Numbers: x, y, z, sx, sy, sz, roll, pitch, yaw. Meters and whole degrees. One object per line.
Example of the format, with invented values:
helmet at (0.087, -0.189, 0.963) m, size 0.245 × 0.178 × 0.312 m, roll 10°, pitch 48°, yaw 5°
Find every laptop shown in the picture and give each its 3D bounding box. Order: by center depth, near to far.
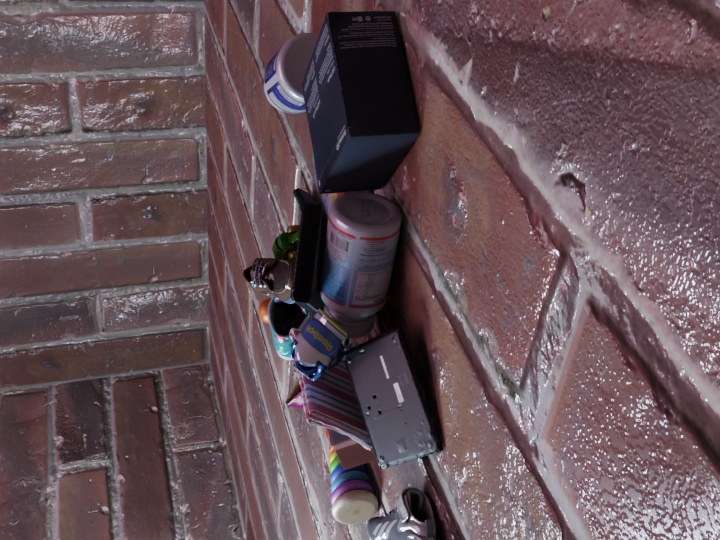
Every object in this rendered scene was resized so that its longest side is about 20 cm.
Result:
laptop at (0.050, 0.189, 1.244) m, size 0.199 × 0.102 × 0.181 m, roll -29°, pitch 77°, yaw 42°

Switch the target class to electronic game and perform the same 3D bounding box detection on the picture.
electronic game at (-0.074, -0.052, 1.496) m, size 0.200 × 0.041 × 0.203 m, roll 155°, pitch 91°, yaw -87°

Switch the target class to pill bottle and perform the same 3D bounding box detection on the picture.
pill bottle at (-0.005, -0.005, 1.244) m, size 0.109 × 0.106 × 0.203 m, roll -117°, pitch 30°, yaw -50°
pill bottle at (-0.111, -0.344, 1.496) m, size 0.200 × 0.113 × 0.119 m, roll -171°, pitch 76°, yaw -73°

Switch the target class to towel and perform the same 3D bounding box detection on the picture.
towel at (0.030, 0.164, 1.355) m, size 0.202 × 0.022 × 0.146 m, roll 107°, pitch 153°, yaw -53°
towel at (-0.047, 0.188, 1.358) m, size 0.030 × 0.145 × 0.202 m, roll -45°, pitch 35°, yaw 21°

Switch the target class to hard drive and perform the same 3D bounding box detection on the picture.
hard drive at (-0.073, -0.013, 1.290) m, size 0.200 × 0.032 × 0.143 m, roll 68°, pitch -151°, yaw -83°

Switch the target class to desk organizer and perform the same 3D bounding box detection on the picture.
desk organizer at (-0.024, 0.234, 1.457) m, size 0.202 × 0.070 × 0.078 m, roll -104°, pitch -4°, yaw -47°

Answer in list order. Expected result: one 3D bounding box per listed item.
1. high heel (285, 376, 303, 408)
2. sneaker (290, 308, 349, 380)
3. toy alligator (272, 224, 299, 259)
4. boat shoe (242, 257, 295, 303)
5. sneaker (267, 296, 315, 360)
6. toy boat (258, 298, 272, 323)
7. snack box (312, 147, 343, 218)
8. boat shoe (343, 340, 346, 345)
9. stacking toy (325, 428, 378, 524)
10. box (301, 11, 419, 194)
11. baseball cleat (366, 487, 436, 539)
high heel at (-0.101, 0.190, 1.678) m, size 0.068 × 0.094 × 0.204 m, roll -127°, pitch 34°, yaw -59°
sneaker at (-0.069, 0.120, 1.254) m, size 0.073 × 0.083 × 0.200 m, roll 36°, pitch 164°, yaw 9°
toy alligator at (-0.133, -0.032, 1.498) m, size 0.200 × 0.053 × 0.061 m, roll 126°, pitch 141°, yaw -68°
boat shoe at (-0.150, 0.014, 1.412) m, size 0.199 × 0.071 × 0.074 m, roll 169°, pitch 111°, yaw -67°
sneaker at (-0.114, 0.052, 1.532) m, size 0.121 × 0.082 × 0.204 m, roll 81°, pitch -156°, yaw -70°
toy boat at (-0.148, 0.082, 1.743) m, size 0.130 × 0.128 × 0.205 m, roll -139°, pitch 46°, yaw -67°
snack box at (-0.036, -0.142, 1.417) m, size 0.201 × 0.052 × 0.145 m, roll -118°, pitch 27°, yaw -53°
boat shoe at (-0.060, 0.128, 1.571) m, size 0.074 × 0.063 × 0.203 m, roll -112°, pitch 24°, yaw -49°
stacking toy at (-0.025, 0.350, 1.523) m, size 0.202 × 0.083 × 0.087 m, roll -105°, pitch 18°, yaw -46°
box at (-0.007, -0.233, 1.199) m, size 0.200 × 0.102 × 0.186 m, roll 131°, pitch 132°, yaw -69°
baseball cleat at (0.065, 0.370, 1.248) m, size 0.199 × 0.068 × 0.109 m, roll 176°, pitch 94°, yaw -64°
